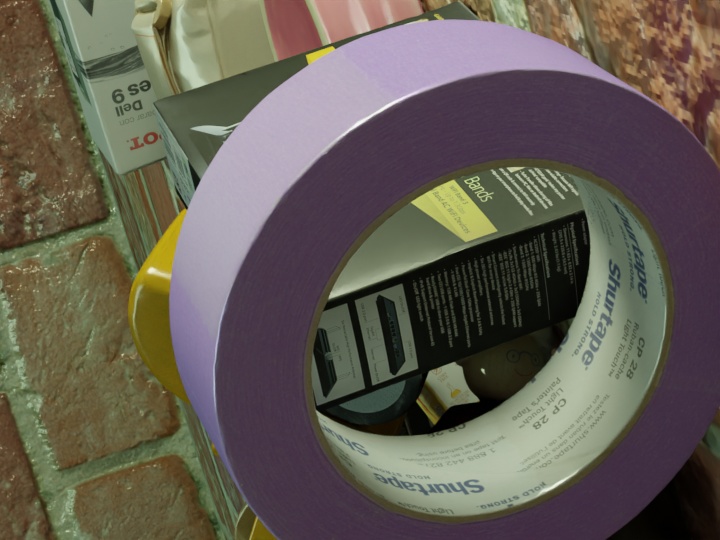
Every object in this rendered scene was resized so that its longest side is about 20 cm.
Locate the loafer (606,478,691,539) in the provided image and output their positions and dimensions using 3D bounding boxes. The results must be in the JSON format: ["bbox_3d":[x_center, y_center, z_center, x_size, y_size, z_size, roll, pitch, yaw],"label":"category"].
[{"bbox_3d":[0.129,0.143,0.786,0.071,0.073,0.200,31,154,38],"label":"loafer"}]

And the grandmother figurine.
[{"bbox_3d":[0.071,0.110,0.866,0.061,0.121,0.200,-12,72,46],"label":"grandmother figurine"}]

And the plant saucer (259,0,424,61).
[{"bbox_3d":[-0.011,-0.124,0.992,0.201,0.051,0.201,159,90,-78],"label":"plant saucer"}]

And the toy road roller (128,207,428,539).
[{"bbox_3d":[-0.041,0.051,0.873,0.123,0.146,0.200,-62,-11,-60],"label":"toy road roller"}]

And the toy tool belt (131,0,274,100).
[{"bbox_3d":[-0.096,-0.174,1.129,0.123,0.125,0.200,20,129,64],"label":"toy tool belt"}]

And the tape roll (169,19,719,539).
[{"bbox_3d":[0.036,0.015,0.637,0.066,0.200,0.200,-130,23,-59],"label":"tape roll"}]

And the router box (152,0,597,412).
[{"bbox_3d":[0.014,-0.036,0.762,0.200,0.157,0.052,-125,19,-54],"label":"router box"}]

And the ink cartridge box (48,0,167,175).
[{"bbox_3d":[-0.137,-0.187,1.235,0.084,0.146,0.200,-131,23,-57],"label":"ink cartridge box"}]

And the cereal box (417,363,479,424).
[{"bbox_3d":[0.000,0.000,1.002,0.200,0.040,0.144,51,176,4],"label":"cereal box"}]

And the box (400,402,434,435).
[{"bbox_3d":[0.028,0.095,1.186,0.200,0.049,0.161,-147,41,-71],"label":"box"}]
